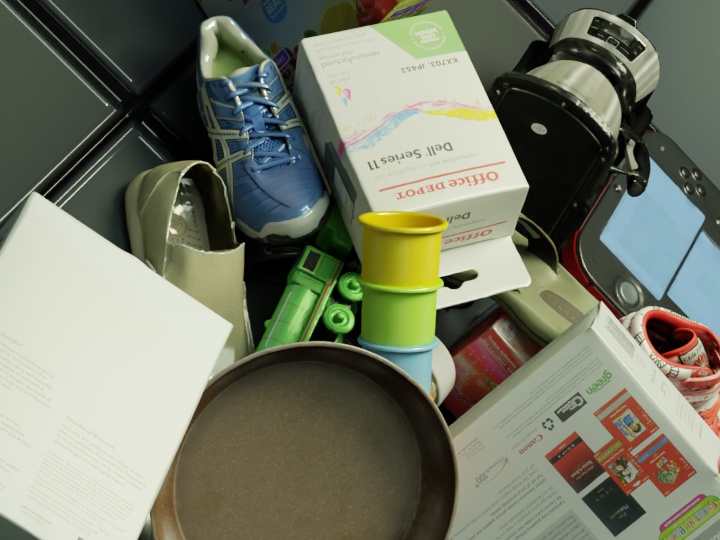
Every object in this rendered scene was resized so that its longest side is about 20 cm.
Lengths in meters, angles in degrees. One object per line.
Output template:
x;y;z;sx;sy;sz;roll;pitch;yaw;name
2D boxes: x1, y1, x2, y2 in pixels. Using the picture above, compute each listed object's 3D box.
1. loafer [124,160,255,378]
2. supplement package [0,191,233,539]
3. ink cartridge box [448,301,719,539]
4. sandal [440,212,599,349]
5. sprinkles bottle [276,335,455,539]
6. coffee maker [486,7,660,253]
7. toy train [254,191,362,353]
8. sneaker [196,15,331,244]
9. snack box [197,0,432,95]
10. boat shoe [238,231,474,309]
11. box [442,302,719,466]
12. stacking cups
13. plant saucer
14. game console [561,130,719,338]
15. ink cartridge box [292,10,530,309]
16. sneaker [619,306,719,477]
-0.113;0.011;1.427;0.075;0.068;0.201;-2;65;-36;loafer
-0.202;0.095;1.255;0.151;0.151;0.201;34;49;-14;supplement package
0.143;0.156;1.430;0.176;0.200;0.084;50;15;-1;ink cartridge box
0.109;-0.012;1.494;0.201;0.057;0.080;36;46;16;sandal
-0.009;0.116;1.440;0.068;0.068;0.200;47;47;-3;sprinkles bottle
0.135;-0.097;1.624;0.135;0.192;0.200;53;29;-6;coffee maker
-0.027;0.018;1.438;0.056;0.042;0.201;27;57;-3;toy train
-0.078;-0.098;1.474;0.075;0.077;0.200;-23;50;-7;sneaker
-0.038;-0.231;1.536;0.068;0.200;0.169;-26;82;-42;snack box
0.000;0.000;1.523;0.199;0.069;0.057;17;59;-20;boat shoe
0.160;0.109;1.548;0.200;0.095;0.103;49;46;-1;box
0.019;0.063;1.371;0.060;0.060;0.201;-6;107;-38;stacking cups
-0.037;0.139;1.329;0.199;0.034;0.201;-3;102;-12;plant saucer
0.261;-0.008;1.736;0.177;0.031;0.200;43;48;-7;game console
0.039;-0.075;1.445;0.117;0.067;0.201;-14;61;-17;ink cartridge box
0.258;0.110;1.610;0.201;0.108;0.067;41;47;-9;sneaker
